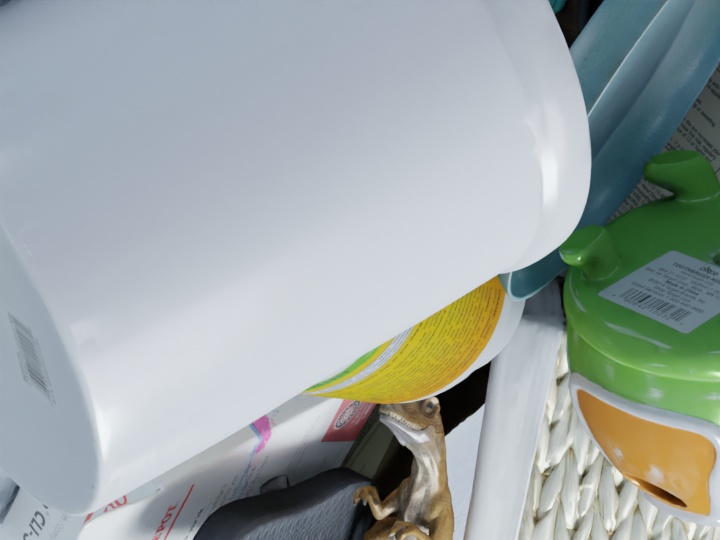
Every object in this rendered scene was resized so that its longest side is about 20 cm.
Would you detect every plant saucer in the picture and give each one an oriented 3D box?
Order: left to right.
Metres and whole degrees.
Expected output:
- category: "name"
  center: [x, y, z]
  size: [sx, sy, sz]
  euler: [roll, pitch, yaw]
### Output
- category: "plant saucer"
  center: [0.110, -0.077, 1.183]
  size: [0.200, 0.027, 0.200]
  euler: [-51, 166, -18]

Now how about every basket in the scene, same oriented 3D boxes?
- category: "basket"
  center: [0.114, 0.111, 1.377]
  size: [0.136, 0.123, 0.201]
  euler: [-64, 163, -78]

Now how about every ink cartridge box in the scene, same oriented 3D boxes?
- category: "ink cartridge box"
  center: [-0.087, 0.089, 1.292]
  size: [0.200, 0.068, 0.117]
  euler: [-26, 155, -43]

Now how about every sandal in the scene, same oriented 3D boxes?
- category: "sandal"
  center: [-0.041, 0.121, 1.284]
  size: [0.076, 0.043, 0.200]
  euler: [-67, 161, 4]

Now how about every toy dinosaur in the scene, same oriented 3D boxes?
- category: "toy dinosaur"
  center: [0.026, 0.136, 1.325]
  size: [0.200, 0.060, 0.106]
  euler: [94, 20, -53]

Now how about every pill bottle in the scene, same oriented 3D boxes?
- category: "pill bottle"
  center: [0.000, 0.000, 1.204]
  size: [0.111, 0.111, 0.200]
  euler: [-47, 160, 12]

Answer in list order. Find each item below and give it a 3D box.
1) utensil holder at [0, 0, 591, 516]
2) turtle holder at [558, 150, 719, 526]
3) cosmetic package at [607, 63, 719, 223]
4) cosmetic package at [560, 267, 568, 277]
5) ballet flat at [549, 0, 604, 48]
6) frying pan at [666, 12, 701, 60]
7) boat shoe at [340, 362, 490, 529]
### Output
- category: "utensil holder"
  center: [-0.052, -0.035, 0.955]
  size: [0.200, 0.170, 0.170]
  euler: [-30, 158, -24]
- category: "turtle holder"
  center: [0.165, 0.026, 1.244]
  size: [0.186, 0.140, 0.132]
  euler: [-61, 151, -56]
- category: "cosmetic package"
  center: [0.166, -0.088, 1.356]
  size: [0.200, 0.104, 0.073]
  euler: [-49, 161, 22]
- category: "cosmetic package"
  center: [0.141, -0.023, 1.524]
  size: [0.082, 0.051, 0.200]
  euler: [-21, 151, -49]
- category: "ballet flat"
  center: [0.087, -0.119, 1.190]
  size: [0.073, 0.073, 0.200]
  euler: [-32, 156, -28]
- category: "frying pan"
  center: [0.079, -0.084, 1.280]
  size: [0.190, 0.031, 0.115]
  euler: [-23, 136, -5]
- category: "boat shoe"
  center: [0.021, 0.055, 1.441]
  size: [0.200, 0.065, 0.072]
  euler: [-55, 152, -21]
